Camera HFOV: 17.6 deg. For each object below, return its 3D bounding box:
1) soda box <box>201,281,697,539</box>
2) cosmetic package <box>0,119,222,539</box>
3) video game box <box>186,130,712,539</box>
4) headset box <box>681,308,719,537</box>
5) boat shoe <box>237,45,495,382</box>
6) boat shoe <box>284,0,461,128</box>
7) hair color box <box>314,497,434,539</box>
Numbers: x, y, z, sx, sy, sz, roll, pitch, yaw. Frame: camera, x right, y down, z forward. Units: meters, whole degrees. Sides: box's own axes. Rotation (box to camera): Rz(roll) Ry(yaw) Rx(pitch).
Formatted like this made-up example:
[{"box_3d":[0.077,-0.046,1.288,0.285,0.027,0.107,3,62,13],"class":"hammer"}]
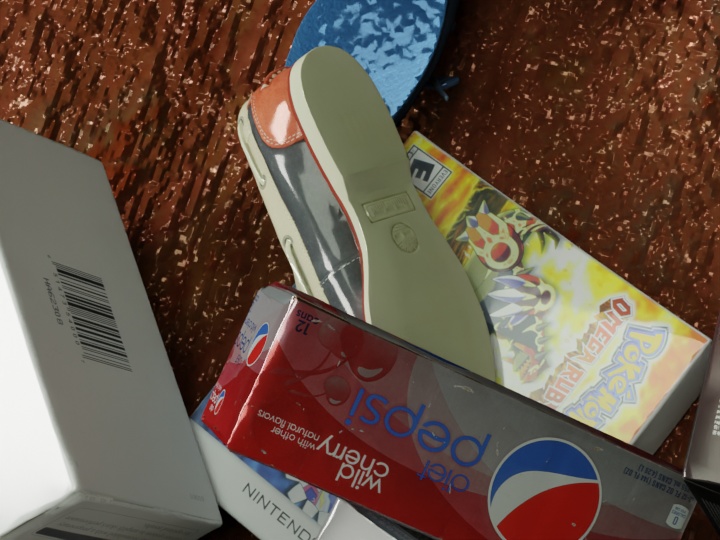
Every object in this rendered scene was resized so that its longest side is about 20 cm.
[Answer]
[{"box_3d":[0.038,0.076,0.974,0.199,0.063,0.070,25,91,-15],"class":"soda box"},{"box_3d":[-0.199,0.067,1.084,0.199,0.123,0.200,-30,65,20],"class":"cosmetic package"},{"box_3d":[0.036,0.065,1.078,0.182,0.047,0.200,36,85,21],"class":"video game box"},{"box_3d":[0.202,0.016,0.986,0.074,0.149,0.201,10,76,19],"class":"headset box"},{"box_3d":[0.000,0.000,1.050,0.062,0.071,0.201,-31,77,42],"class":"boat shoe"},{"box_3d":[0.026,-0.127,1.135,0.084,0.069,0.201,26,79,18],"class":"boat shoe"},{"box_3d":[-0.007,0.206,1.003,0.099,0.061,0.201,33,102,23],"class":"hair color box"}]
